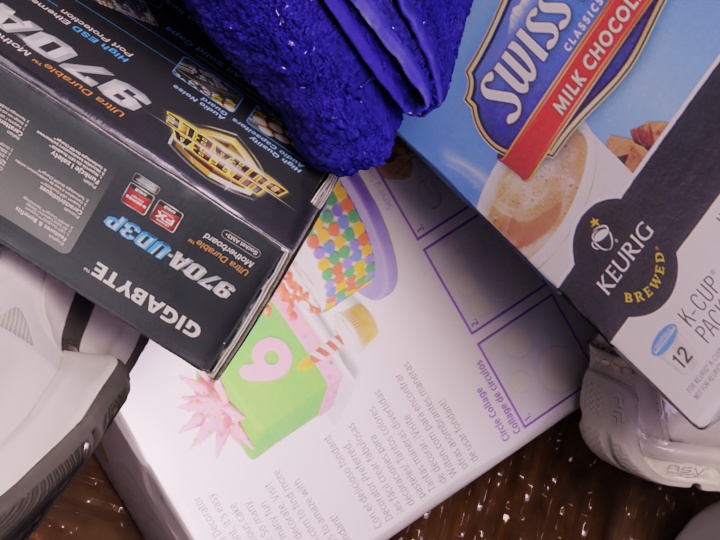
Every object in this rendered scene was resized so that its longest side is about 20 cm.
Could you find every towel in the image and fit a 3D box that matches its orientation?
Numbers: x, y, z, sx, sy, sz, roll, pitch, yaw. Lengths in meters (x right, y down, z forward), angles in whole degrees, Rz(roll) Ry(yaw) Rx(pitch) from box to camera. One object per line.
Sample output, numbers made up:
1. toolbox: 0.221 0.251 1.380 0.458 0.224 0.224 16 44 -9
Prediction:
1. towel: -0.022 -0.139 0.618 0.200 0.049 0.148 55 42 -37

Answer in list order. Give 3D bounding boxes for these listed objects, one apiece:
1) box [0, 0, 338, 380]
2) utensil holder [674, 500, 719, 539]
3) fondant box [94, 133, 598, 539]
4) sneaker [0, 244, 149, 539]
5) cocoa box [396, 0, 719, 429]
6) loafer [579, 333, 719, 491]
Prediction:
1. box: -0.092 -0.072 0.682 0.199 0.159 0.046 32 116 -3
2. utensil holder: 0.202 0.157 0.801 0.199 0.170 0.171 8 82 -17
3. fondant box: 0.000 0.000 0.801 0.200 0.058 0.145 -33 96 -20
4. sneaker: -0.118 0.013 0.646 0.115 0.201 0.076 34 112 -7
5. cocoa box: 0.131 -0.068 0.734 0.131 0.134 0.200 45 36 16
6. loafer: 0.163 0.035 0.805 0.199 0.070 0.070 4 99 -28
